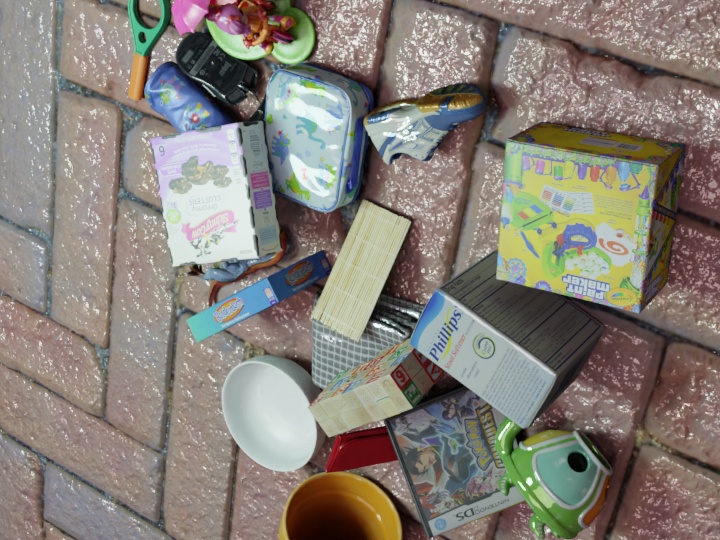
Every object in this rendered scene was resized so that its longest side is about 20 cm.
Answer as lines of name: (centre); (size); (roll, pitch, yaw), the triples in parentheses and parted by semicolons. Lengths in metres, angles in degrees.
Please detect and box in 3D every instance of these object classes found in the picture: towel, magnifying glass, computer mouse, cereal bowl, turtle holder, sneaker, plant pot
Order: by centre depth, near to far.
sneaker: (0.100, -0.202, 1.514); (0.199, 0.075, 0.089); (-6, 116, 42)
turtle holder: (0.276, 0.285, 1.544); (0.132, 0.141, 0.186); (-43, 45, 13)
towel: (0.015, 0.124, 1.676); (0.199, 0.085, 0.167); (16, 117, 28)
computer mouse: (-0.217, -0.274, 1.684); (0.199, 0.046, 0.141); (31, 88, 14)
magnifying glass: (-0.358, -0.378, 1.782); (0.079, 0.022, 0.201); (29, 120, 22)
plant pot: (-0.048, 0.468, 1.795); (0.200, 0.200, 0.184); (38, 139, 16)
cereal bowl: (-0.133, 0.231, 1.818); (0.199, 0.083, 0.202); (13, 115, 29)

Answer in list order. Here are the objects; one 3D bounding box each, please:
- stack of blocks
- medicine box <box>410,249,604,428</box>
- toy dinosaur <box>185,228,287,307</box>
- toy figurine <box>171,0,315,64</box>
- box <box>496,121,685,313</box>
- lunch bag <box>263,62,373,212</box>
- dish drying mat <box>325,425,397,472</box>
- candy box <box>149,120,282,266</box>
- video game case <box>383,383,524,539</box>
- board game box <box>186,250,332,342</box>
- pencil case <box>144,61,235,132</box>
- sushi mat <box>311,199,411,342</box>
stack of blocks: (0.027, 0.166, 1.563); (0.199, 0.115, 0.059); (-27, 101, 47)
medicine box: (0.202, 0.088, 1.474); (0.199, 0.182, 0.103); (36, 123, 18)
toy dinosaur: (-0.194, -0.022, 1.793); (0.180, 0.106, 0.201); (8, 145, 22)
toy figurine: (-0.186, -0.365, 1.553); (0.199, 0.184, 0.151); (35, 113, 13)
box: (0.294, -0.073, 1.390); (0.199, 0.122, 0.194); (15, 115, 28)
lunch bag: (-0.065, -0.197, 1.611); (0.160, 0.082, 0.202); (22, 118, 27)
dish drying mat: (0.042, 0.267, 1.648); (0.018, 0.199, 0.077); (51, 133, 40)
candy box: (-0.217, -0.114, 1.629); (0.166, 0.071, 0.202); (-5, 97, 28)
video game case: (0.150, 0.278, 1.616); (0.179, 0.026, 0.202); (-21, 97, 0)
board game box: (-0.161, 0.041, 1.722); (0.199, 0.152, 0.045); (-27, 92, 37)
pencil case: (-0.263, -0.243, 1.729); (0.200, 0.078, 0.087); (46, 99, 13)
sushi mat: (0.000, 0.000, 1.623); (0.095, 0.012, 0.201); (24, 91, 28)
